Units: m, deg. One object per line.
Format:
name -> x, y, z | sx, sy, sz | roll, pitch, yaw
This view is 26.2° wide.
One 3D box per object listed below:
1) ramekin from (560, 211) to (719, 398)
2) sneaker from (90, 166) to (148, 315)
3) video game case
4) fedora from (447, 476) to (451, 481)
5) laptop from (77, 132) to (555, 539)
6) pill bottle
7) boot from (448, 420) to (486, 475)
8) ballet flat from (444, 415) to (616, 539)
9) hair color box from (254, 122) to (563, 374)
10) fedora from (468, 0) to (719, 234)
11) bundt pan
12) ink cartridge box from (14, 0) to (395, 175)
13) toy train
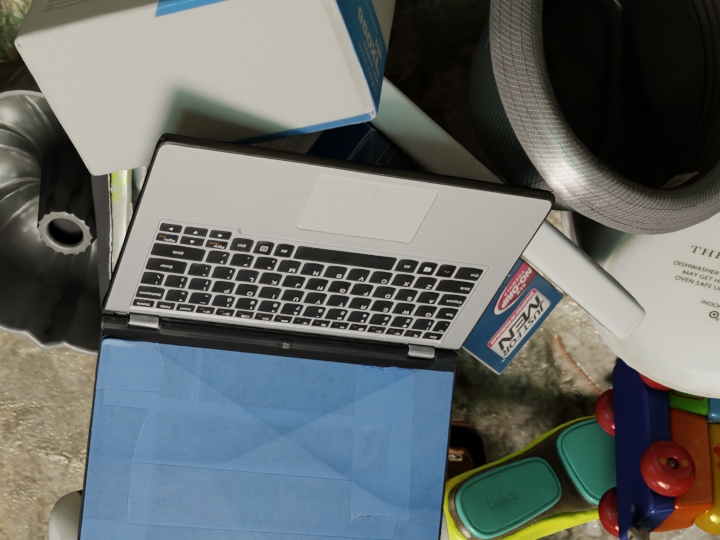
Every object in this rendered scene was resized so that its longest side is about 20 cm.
ramekin -> 0.212, -0.015, 0.875 | 0.200, 0.095, 0.203 | 5, 132, 6
sneaker -> -0.097, -0.028, 0.829 | 0.082, 0.072, 0.201 | 1, 128, 0
video game case -> 0.047, -0.057, 0.820 | 0.200, 0.182, 0.023 | 40, 95, -23
fedora -> 0.061, 0.192, 1.063 | 0.082, 0.201, 0.201 | -46, 117, -2
laptop -> -0.023, 0.055, 0.718 | 0.186, 0.117, 0.200 | 7, 141, -19
pill bottle -> -0.057, 0.153, 0.817 | 0.198, 0.110, 0.110 | -9, 136, -19
boot -> -0.039, 0.102, 0.970 | 0.198, 0.069, 0.188 | 4, 161, 28
ballet flat -> 0.122, 0.142, 1.009 | 0.199, 0.067, 0.067 | -13, 158, -32
hair color box -> 0.015, -0.026, 0.816 | 0.061, 0.100, 0.200 | -51, 137, 3
fedora -> 0.121, -0.107, 0.775 | 0.176, 0.201, 0.090 | 29, 155, -24
bundt pan -> -0.168, -0.046, 0.923 | 0.200, 0.076, 0.203 | 4, 132, 5
ink cartridge box -> -0.059, -0.150, 0.731 | 0.143, 0.201, 0.085 | -9, 132, 18
toy train -> 0.212, 0.144, 0.947 | 0.115, 0.201, 0.085 | 10, 147, -10
